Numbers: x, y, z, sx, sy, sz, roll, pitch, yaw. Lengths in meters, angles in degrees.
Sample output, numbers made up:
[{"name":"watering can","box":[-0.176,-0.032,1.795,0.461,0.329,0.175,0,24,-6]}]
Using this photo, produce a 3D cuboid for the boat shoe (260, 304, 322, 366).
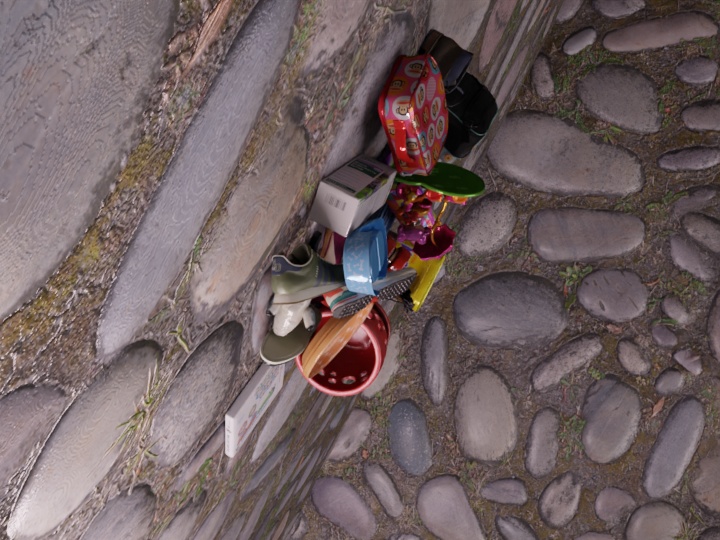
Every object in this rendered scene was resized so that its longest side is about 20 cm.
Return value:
[{"name":"boat shoe","box":[-0.140,0.137,1.476,0.066,0.074,0.200,-60,178,33]}]

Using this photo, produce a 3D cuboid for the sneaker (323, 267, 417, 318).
[{"name":"sneaker","box":[0.014,0.015,1.454,0.199,0.094,0.070,-22,156,-26]}]

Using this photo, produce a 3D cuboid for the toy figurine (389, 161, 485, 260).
[{"name":"toy figurine","box":[0.132,-0.107,1.542,0.150,0.199,0.185,-111,-151,-56]}]

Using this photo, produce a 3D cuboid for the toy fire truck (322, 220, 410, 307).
[{"name":"toy fire truck","box":[0.000,0.000,1.579,0.168,0.112,0.200,-55,-167,-19]}]

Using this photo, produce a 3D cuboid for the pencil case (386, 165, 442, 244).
[{"name":"pencil case","box":[0.112,-0.136,1.637,0.089,0.088,0.200,-59,136,-20]}]

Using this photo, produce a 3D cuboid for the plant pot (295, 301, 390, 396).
[{"name":"plant pot","box":[-0.029,0.157,1.725,0.201,0.200,0.182,-66,172,21]}]

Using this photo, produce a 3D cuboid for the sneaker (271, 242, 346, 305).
[{"name":"sneaker","box":[-0.081,-0.005,1.310,0.200,0.067,0.090,-20,103,-53]}]

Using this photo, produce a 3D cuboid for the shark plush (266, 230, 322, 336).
[{"name":"shark plush","box":[-0.122,0.022,1.401,0.083,0.090,0.201,170,-72,-79]}]

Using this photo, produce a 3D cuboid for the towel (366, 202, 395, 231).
[{"name":"towel","box":[0.073,-0.161,1.713,0.201,0.048,0.112,-64,170,7]}]

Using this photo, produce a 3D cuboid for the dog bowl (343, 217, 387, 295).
[{"name":"dog bowl","box":[0.010,-0.026,1.361,0.200,0.049,0.112,-64,150,-69]}]

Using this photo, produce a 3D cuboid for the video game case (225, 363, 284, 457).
[{"name":"video game case","box":[-0.214,0.264,1.571,0.200,0.024,0.182,-55,167,-35]}]

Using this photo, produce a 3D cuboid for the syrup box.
[{"name":"syrup box","box":[-0.010,-0.140,1.387,0.200,0.078,0.082,-46,160,-58]}]

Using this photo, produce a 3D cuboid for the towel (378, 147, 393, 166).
[{"name":"towel","box":[0.045,-0.205,1.657,0.200,0.023,0.144,-55,168,-33]}]

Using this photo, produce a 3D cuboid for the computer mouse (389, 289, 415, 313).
[{"name":"computer mouse","box":[0.025,0.038,1.698,0.110,0.199,0.044,-79,-175,-72]}]

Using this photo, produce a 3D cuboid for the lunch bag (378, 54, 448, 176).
[{"name":"lunch bag","box":[0.098,-0.271,1.398,0.200,0.082,0.177,67,37,-50]}]

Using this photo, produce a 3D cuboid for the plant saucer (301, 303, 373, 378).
[{"name":"plant saucer","box":[-0.051,0.128,1.522,0.200,0.037,0.200,-49,171,-11]}]

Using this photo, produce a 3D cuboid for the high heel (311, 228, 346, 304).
[{"name":"high heel","box":[-0.070,-0.020,1.495,0.096,0.067,0.200,9,122,-53]}]

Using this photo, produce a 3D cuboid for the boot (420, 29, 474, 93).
[{"name":"boot","box":[0.140,-0.366,1.499,0.201,0.097,0.075,-62,170,-2]}]

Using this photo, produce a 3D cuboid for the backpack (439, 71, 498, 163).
[{"name":"backpack","box":[0.198,-0.342,1.650,0.153,0.176,0.200,-48,-176,47]}]

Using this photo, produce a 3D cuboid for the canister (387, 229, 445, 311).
[{"name":"canister","box":[0.078,-0.014,1.805,0.149,0.199,0.087,-63,170,2]}]
